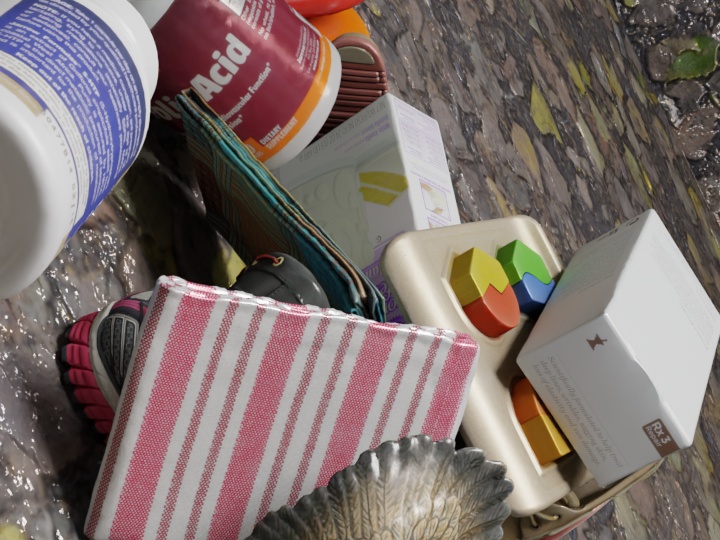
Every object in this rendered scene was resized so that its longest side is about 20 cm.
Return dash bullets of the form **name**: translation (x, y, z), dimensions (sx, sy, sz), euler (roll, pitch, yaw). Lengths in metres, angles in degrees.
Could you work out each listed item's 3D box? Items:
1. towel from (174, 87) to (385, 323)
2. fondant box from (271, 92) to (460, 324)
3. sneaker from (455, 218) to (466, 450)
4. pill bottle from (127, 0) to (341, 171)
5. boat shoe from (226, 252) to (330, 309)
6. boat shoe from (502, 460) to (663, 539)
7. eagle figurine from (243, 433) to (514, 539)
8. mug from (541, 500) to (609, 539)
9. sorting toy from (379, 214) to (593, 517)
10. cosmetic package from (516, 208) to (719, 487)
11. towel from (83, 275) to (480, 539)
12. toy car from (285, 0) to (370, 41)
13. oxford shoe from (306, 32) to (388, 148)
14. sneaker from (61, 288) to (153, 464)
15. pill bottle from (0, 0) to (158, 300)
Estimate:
- **towel**: translation (-0.048, -0.007, 0.959), dimensions (0.200, 0.022, 0.147), euler (48, -19, 28)
- **fondant box**: translation (0.000, 0.000, 1.060), dimensions (0.058, 0.144, 0.201), euler (24, 45, -44)
- **sneaker**: translation (0.059, 0.047, 1.079), dimensions (0.081, 0.073, 0.201), euler (59, 22, -56)
- **pill bottle**: translation (-0.115, -0.157, 0.994), dimensions (0.200, 0.114, 0.115), euler (37, 34, -35)
- **boat shoe**: translation (-0.055, 0.036, 0.913), dimensions (0.074, 0.063, 0.201), euler (53, -11, 2)
- **boat shoe**: translation (0.128, 0.150, 1.090), dimensions (0.072, 0.199, 0.065), euler (61, -9, 9)
- **eagle figurine**: translation (-0.007, 0.186, 0.783), dimensions (0.152, 0.199, 0.151), euler (58, 23, -18)
- **mug**: translation (0.089, 0.119, 1.208), dimensions (0.133, 0.177, 0.201), euler (-32, 86, -36)
- **sorting toy**: translation (0.108, 0.050, 0.996), dimensions (0.200, 0.036, 0.186), euler (-13, 75, -58)
- **cosmetic package**: translation (0.174, 0.045, 1.007), dimensions (0.102, 0.074, 0.200), euler (56, 28, -6)
- **towel**: translation (-0.039, 0.086, 0.821), dimensions (0.199, 0.147, 0.030), euler (12, 15, -28)
- **toy car**: translation (-0.065, -0.221, 1.141), dimensions (0.200, 0.149, 0.176), euler (52, 26, -32)
- **oxford shoe**: translation (-0.014, -0.107, 1.154), dimensions (0.201, 0.070, 0.075), euler (101, -1, -48)
- **sneaker**: translation (-0.086, 0.104, 0.856), dimensions (0.201, 0.074, 0.081), euler (60, 22, -17)
- **pill bottle**: translation (-0.173, -0.077, 0.780), dimensions (0.120, 0.119, 0.200), euler (59, 23, -17)
